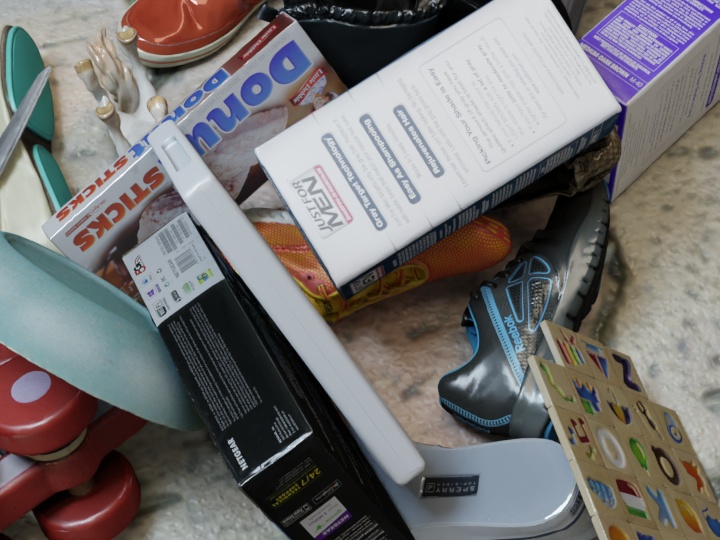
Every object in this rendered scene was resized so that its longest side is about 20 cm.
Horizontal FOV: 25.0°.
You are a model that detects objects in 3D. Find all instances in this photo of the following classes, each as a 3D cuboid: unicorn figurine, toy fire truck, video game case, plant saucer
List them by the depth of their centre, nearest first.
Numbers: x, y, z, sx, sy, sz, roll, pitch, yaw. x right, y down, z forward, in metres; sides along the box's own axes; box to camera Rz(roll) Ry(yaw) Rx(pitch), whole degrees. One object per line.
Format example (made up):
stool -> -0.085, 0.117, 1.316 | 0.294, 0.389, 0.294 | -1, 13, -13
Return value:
video game case -> -0.046, 0.013, 0.912 | 0.024, 0.200, 0.182 | -37, 19, -2
plant saucer -> -0.166, 0.023, 0.922 | 0.200, 0.201, 0.039 | 32, 93, 19
toy fire truck -> -0.234, 0.106, 0.965 | 0.200, 0.113, 0.168 | -38, 46, -22
unicorn figurine -> -0.142, -0.067, 1.065 | 0.073, 0.138, 0.201 | -7, 43, 7

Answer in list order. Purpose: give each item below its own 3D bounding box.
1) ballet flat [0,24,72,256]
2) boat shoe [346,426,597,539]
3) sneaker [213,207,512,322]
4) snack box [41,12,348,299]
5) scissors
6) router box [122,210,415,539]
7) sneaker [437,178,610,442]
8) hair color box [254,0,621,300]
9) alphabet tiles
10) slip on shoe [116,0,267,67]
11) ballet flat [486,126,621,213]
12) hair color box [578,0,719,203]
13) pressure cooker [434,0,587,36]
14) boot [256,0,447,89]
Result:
ballet flat -> -0.238, -0.080, 1.102 | 0.069, 0.070, 0.201 | -14, 60, -9
boat shoe -> 0.053, 0.137, 0.956 | 0.201, 0.086, 0.075 | -7, 58, 31
sneaker -> 0.000, 0.000, 1.040 | 0.199, 0.073, 0.078 | -6, 59, 16
snack box -> -0.099, -0.067, 1.003 | 0.200, 0.072, 0.024 | -42, 34, -2
scissors -> -0.248, -0.039, 1.055 | 0.200, 0.014, 0.073 | -48, 57, 2
router box -> -0.048, 0.078, 0.902 | 0.051, 0.149, 0.200 | -35, 43, 1
sneaker -> 0.109, 0.014, 1.031 | 0.081, 0.073, 0.201 | 13, 56, 14
hair color box -> 0.046, -0.079, 0.979 | 0.199, 0.061, 0.100 | -32, 81, -2
alphabet tiles -> 0.165, 0.123, 0.929 | 0.006, 0.166, 0.201 | -36, 55, 25
slip on shoe -> -0.096, -0.218, 1.185 | 0.200, 0.061, 0.074 | -36, 66, -18
ballet flat -> 0.071, -0.056, 1.047 | 0.199, 0.068, 0.047 | -11, 44, 18
hair color box -> 0.216, -0.151, 1.112 | 0.200, 0.110, 0.065 | -40, 64, -22
pressure cooker -> 0.081, -0.234, 1.128 | 0.178, 0.176, 0.201 | -6, 49, 37
boot -> 0.033, -0.126, 1.064 | 0.197, 0.163, 0.074 | 8, 52, 4
